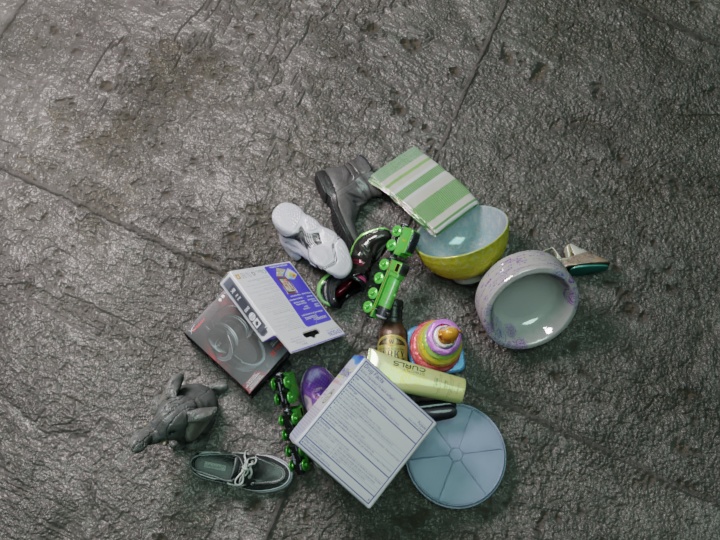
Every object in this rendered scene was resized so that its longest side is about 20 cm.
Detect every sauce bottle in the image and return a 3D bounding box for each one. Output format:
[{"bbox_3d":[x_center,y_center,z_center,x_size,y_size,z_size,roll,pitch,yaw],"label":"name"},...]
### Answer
[{"bbox_3d":[0.063,0.159,1.584,0.064,0.065,0.203,1,74,-4],"label":"sauce bottle"}]

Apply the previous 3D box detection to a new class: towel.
[{"bbox_3d":[0.134,-0.167,1.651,0.152,0.024,0.200,-36,65,-28],"label":"towel"}]

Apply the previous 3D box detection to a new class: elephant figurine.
[{"bbox_3d":[-0.331,0.266,1.453,0.139,0.200,0.157,4,74,-3],"label":"elephant figurine"}]

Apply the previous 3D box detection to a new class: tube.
[{"bbox_3d":[0.104,0.211,1.522,0.197,0.052,0.058,15,30,-3],"label":"tube"}]

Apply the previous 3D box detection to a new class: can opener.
[{"bbox_3d":[0.091,0.284,1.544,0.197,0.064,0.079,-14,116,1],"label":"can opener"}]

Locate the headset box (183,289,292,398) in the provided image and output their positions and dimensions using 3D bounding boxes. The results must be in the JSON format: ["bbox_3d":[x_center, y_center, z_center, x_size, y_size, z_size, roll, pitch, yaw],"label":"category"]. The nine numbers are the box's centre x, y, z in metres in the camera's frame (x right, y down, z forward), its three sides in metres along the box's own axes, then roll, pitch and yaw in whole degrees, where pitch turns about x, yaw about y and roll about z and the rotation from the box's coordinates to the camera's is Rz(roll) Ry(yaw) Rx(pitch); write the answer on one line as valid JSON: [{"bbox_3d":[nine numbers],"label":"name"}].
[{"bbox_3d":[-0.225,0.141,1.561,0.200,0.077,0.149,41,75,9],"label":"headset box"}]

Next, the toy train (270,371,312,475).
[{"bbox_3d":[-0.129,0.291,1.516,0.041,0.056,0.203,-11,94,22],"label":"toy train"}]

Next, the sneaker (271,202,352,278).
[{"bbox_3d":[-0.095,-0.049,1.601,0.199,0.115,0.075,40,75,11],"label":"sneaker"}]

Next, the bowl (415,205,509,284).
[{"bbox_3d":[0.214,-0.038,1.615,0.198,0.200,0.109,-24,120,-10],"label":"bowl"}]

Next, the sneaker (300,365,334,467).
[{"bbox_3d":[-0.069,0.281,1.527,0.079,0.089,0.203,-9,74,-5],"label":"sneaker"}]

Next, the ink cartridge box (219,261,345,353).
[{"bbox_3d":[-0.147,0.076,1.528,0.201,0.197,0.043,51,117,16],"label":"ink cartridge box"}]

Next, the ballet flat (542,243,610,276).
[{"bbox_3d":[0.427,-0.020,1.660,0.197,0.068,0.068,-9,72,-8],"label":"ballet flat"}]

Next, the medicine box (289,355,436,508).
[{"bbox_3d":[0.003,0.289,1.436,0.182,0.103,0.200,42,79,-7],"label":"medicine box"}]

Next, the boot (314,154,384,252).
[{"bbox_3d":[-0.004,-0.144,1.664,0.130,0.070,0.202,-20,82,-16],"label":"boot"}]

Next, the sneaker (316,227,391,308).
[{"bbox_3d":[0.000,0.000,1.599,0.200,0.077,0.084,-50,45,0],"label":"sneaker"}]

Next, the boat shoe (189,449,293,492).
[{"bbox_3d":[-0.226,0.376,1.498,0.197,0.068,0.075,14,74,0],"label":"boat shoe"}]

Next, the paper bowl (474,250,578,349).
[{"bbox_3d":[0.326,0.049,1.579,0.198,0.203,0.105,-7,36,-6],"label":"paper bowl"}]

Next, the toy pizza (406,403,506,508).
[{"bbox_3d":[0.186,0.363,1.548,0.197,0.032,0.203,-1,70,1],"label":"toy pizza"}]

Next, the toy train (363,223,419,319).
[{"bbox_3d":[0.064,0.005,1.569,0.056,0.042,0.202,21,91,37],"label":"toy train"}]

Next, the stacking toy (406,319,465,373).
[{"bbox_3d":[0.157,0.136,1.526,0.114,0.200,0.111,-8,75,-6],"label":"stacking toy"}]
